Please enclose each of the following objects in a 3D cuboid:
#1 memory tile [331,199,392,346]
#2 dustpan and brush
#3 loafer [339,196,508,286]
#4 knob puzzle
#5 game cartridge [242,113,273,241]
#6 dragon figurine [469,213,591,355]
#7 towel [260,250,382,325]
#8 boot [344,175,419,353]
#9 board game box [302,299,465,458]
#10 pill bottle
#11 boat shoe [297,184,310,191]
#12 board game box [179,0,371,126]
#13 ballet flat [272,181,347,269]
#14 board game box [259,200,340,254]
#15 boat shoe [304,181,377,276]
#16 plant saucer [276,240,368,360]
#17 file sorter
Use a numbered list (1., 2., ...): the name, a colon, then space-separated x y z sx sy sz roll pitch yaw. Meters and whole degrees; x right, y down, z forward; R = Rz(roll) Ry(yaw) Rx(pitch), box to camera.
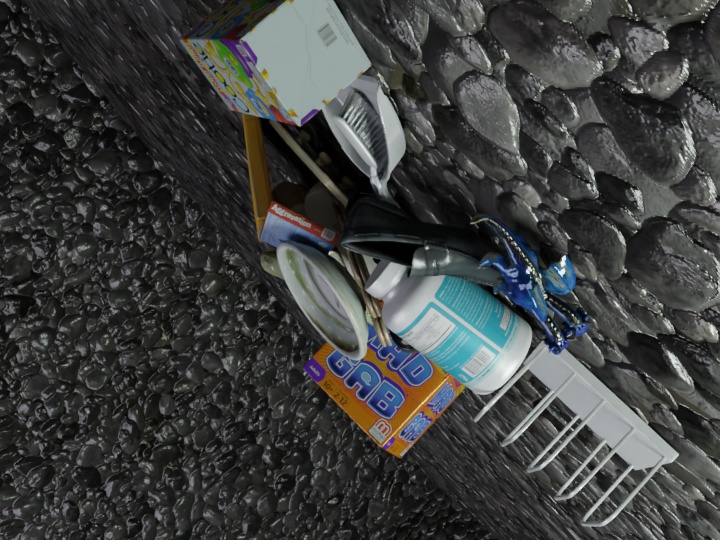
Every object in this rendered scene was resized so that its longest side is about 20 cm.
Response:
1. memory tile: 0.000 0.000 1.073 0.200 0.017 0.154 -106 -4 -58
2. dustpan and brush: 0.014 -0.128 0.874 0.139 0.057 0.200 31 163 53
3. loafer: 0.073 -0.019 0.872 0.200 0.071 0.068 20 151 7
4. knob puzzle: -0.048 -0.143 1.072 0.220 0.030 0.220 48 -176 -5
5. game cartridge: -0.164 -0.161 1.245 0.176 0.032 0.201 127 136 -79
6. dragon figurine: 0.174 0.009 0.765 0.099 0.059 0.200 38 166 39
7. towel: -0.062 0.031 1.261 0.200 0.037 0.148 34 170 -28
8. boot: 0.040 -0.007 1.024 0.200 0.065 0.165 62 -162 -49
9. board game box: 0.054 0.190 1.398 0.200 0.200 0.200 42 175 21
10. pill bottle: 0.104 0.054 0.948 0.200 0.111 0.111 37 170 -8
11. boat shoe: -0.054 -0.072 1.327 0.200 0.071 0.064 49 -153 2
12. board game box: -0.097 -0.233 0.820 0.105 0.103 0.200 54 167 -30
13. ballet flat: -0.068 -0.058 1.240 0.200 0.070 0.065 50 180 -21
14. board game box: -0.093 -0.049 1.120 0.103 0.020 0.200 28 168 -6
15. boat shoe: -0.014 -0.057 1.221 0.200 0.072 0.069 45 -151 -17
16. plant saucer: -0.043 0.033 1.099 0.200 0.050 0.200 45 158 24
17. file sorter: 0.257 0.206 0.965 0.200 0.125 0.139 44 169 14
